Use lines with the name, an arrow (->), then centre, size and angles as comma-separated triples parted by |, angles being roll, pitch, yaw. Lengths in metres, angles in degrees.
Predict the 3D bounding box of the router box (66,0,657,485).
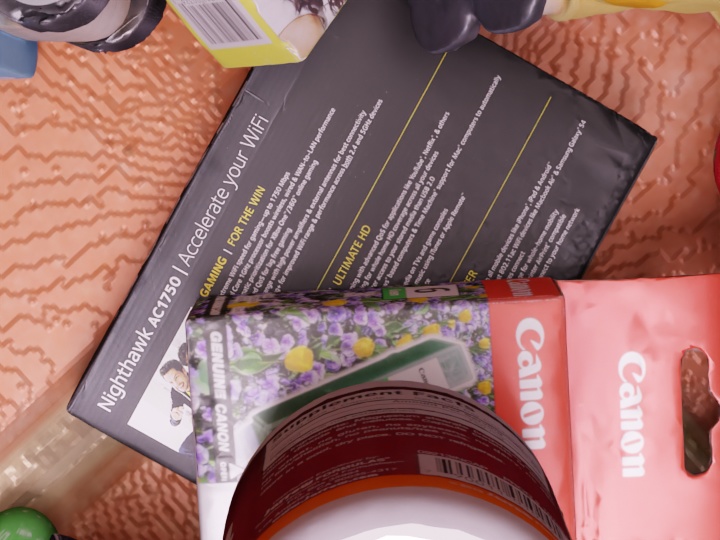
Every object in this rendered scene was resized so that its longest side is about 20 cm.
router box -> 0.000, 0.000, 0.850 | 0.148, 0.051, 0.201 | 29, 92, -5

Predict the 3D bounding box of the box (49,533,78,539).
box -> -0.043, 0.207, 0.807 | 0.199, 0.107, 0.149 | 21, 95, -16

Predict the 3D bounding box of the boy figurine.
boy figurine -> 0.105, -0.111, 0.823 | 0.199, 0.124, 0.065 | -1, 84, -42

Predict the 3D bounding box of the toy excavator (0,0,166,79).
toy excavator -> -0.178, -0.105, 0.824 | 0.198, 0.100, 0.196 | 0, 90, 9

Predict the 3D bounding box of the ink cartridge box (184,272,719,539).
ink cartridge box -> 0.040, 0.060, 0.801 | 0.198, 0.050, 0.110 | -4, 98, 1

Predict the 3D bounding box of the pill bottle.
pill bottle -> 0.011, 0.098, 0.680 | 0.112, 0.200, 0.114 | 0, 99, -1

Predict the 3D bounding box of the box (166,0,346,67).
box -> -0.003, -0.169, 0.800 | 0.075, 0.050, 0.201 | 47, 62, -30

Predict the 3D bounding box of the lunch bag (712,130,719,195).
lunch bag -> 0.250, -0.036, 0.844 | 0.200, 0.082, 0.177 | -38, 113, -2

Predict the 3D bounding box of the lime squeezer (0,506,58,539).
lime squeezer -> -0.129, 0.083, 0.848 | 0.070, 0.038, 0.201 | -35, 102, 6
